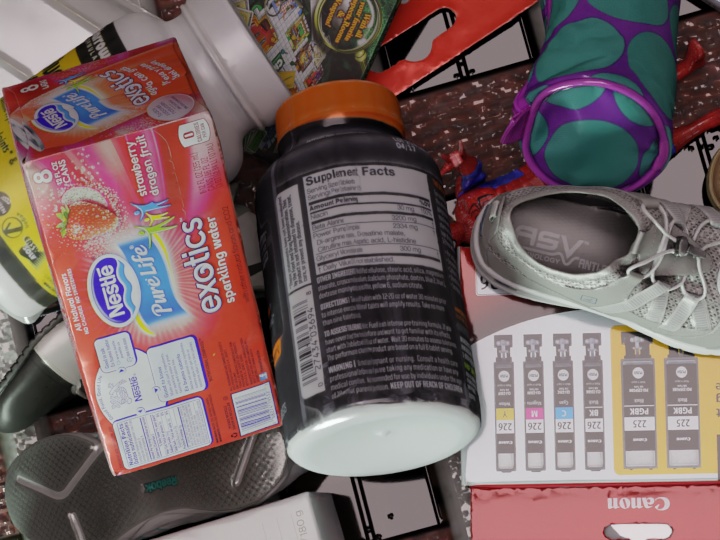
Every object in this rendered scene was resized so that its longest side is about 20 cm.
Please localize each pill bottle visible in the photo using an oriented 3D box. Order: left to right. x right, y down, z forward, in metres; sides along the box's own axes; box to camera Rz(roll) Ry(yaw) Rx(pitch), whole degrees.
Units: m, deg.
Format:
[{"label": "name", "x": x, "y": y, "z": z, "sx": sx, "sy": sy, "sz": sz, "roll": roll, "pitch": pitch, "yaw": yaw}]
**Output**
[{"label": "pill bottle", "x": -0.140, "y": -0.072, "z": 1.205, "sx": 0.199, "sy": 0.112, "sz": 0.113, "roll": -34, "pitch": 82, "yaw": 2}, {"label": "pill bottle", "x": 0.000, "y": 0.000, "z": 1.145, "sx": 0.105, "sy": 0.106, "sz": 0.201, "roll": -10, "pitch": 66, "yaw": 4}]

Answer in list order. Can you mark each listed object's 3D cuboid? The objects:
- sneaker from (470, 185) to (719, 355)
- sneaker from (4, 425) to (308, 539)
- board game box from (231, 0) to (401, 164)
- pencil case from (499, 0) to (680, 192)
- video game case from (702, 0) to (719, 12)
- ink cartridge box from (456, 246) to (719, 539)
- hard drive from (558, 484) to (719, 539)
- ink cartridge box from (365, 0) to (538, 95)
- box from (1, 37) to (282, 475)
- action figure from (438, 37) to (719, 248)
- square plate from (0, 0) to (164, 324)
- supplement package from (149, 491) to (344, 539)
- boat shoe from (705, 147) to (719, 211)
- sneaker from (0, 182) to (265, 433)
[{"label": "sneaker", "x": 0.154, "y": -0.001, "z": 1.104, "sx": 0.198, "sy": 0.082, "sz": 0.075, "roll": 6, "pitch": 81, "yaw": 5}, {"label": "sneaker", "x": -0.113, "y": 0.122, "z": 1.234, "sx": 0.199, "sy": 0.080, "sz": 0.071, "roll": -11, "pitch": 83, "yaw": 24}, {"label": "board game box", "x": -0.030, "y": -0.161, "z": 1.242, "sx": 0.104, "sy": 0.023, "sz": 0.201, "roll": 27, "pitch": 107, "yaw": 4}, {"label": "pencil case", "x": 0.131, "y": -0.136, "z": 1.180, "sx": 0.092, "sy": 0.085, "sz": 0.201, "roll": 14, "pitch": 47, "yaw": -6}, {"label": "video game case", "x": 0.231, "y": -0.227, "z": 1.266, "sx": 0.199, "sy": 0.018, "sz": 0.144, "roll": 34, "pitch": 87, "yaw": 8}, {"label": "ink cartridge box", "x": 0.154, "y": 0.075, "z": 1.178, "sx": 0.198, "sy": 0.084, "sz": 0.177, "roll": -2, "pitch": 83, "yaw": 4}, {"label": "hard drive", "x": 0.184, "y": 0.105, "z": 1.228, "sx": 0.132, "sy": 0.026, "sz": 0.200, "roll": -43, "pitch": 81, "yaw": -1}, {"label": "ink cartridge box", "x": -0.012, "y": -0.204, "z": 1.270, "sx": 0.159, "sy": 0.047, "sz": 0.201, "roll": -33, "pitch": 80, "yaw": 1}, {"label": "box", "x": -0.114, "y": -0.006, "z": 1.126, "sx": 0.099, "sy": 0.096, "sz": 0.201, "roll": -17, "pitch": 123, "yaw": -8}, {"label": "action figure", "x": 0.119, "y": -0.064, "z": 1.220, "sx": 0.199, "sy": 0.099, "sz": 0.066, "roll": -31, "pitch": 80, "yaw": 4}, {"label": "square plate", "x": -0.227, "y": -0.103, "z": 1.289, "sx": 0.197, "sy": 0.028, "sz": 0.201, "roll": 32, "pitch": 88, "yaw": 8}, {"label": "supplement package", "x": -0.100, "y": 0.209, "z": 1.195, "sx": 0.199, "sy": 0.120, "sz": 0.122, "roll": -17, "pitch": 83, "yaw": 3}, {"label": "boat shoe", "x": 0.296, "y": -0.039, "z": 1.214, "sx": 0.198, "sy": 0.065, "sz": 0.072, "roll": 13, "pitch": 85, "yaw": 7}, {"label": "sneaker", "x": -0.124, "y": 0.043, "z": 1.239, "sx": 0.200, "sy": 0.074, "sz": 0.089, "roll": -38, "pitch": 85, "yaw": -3}]
